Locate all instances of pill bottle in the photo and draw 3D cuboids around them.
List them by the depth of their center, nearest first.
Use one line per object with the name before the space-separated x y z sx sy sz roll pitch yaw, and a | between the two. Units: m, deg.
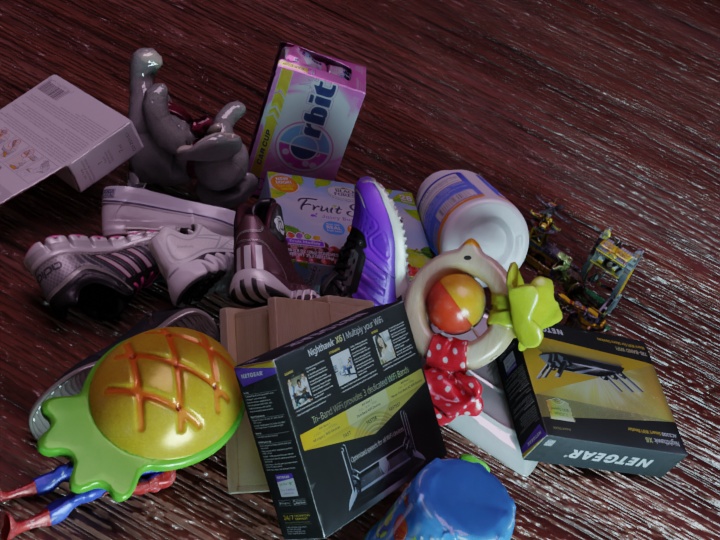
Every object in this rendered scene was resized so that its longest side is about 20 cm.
pill bottle | 0.131 -0.062 1.372 0.111 0.114 0.200 11 16 -13

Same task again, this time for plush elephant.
plush elephant | -0.201 -0.155 1.323 0.152 0.165 0.203 2 68 -3

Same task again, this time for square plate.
square plate | 0.152 0.121 1.261 0.197 0.029 0.200 33 39 15

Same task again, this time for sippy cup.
sippy cup | 0.076 0.246 0.990 0.138 0.131 0.179 4 40 -22

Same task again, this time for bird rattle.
bird rattle | 0.114 0.061 1.173 0.164 0.200 0.112 56 18 25

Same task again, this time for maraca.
maraca | -0.189 0.123 0.966 0.137 0.108 0.199 41 48 19

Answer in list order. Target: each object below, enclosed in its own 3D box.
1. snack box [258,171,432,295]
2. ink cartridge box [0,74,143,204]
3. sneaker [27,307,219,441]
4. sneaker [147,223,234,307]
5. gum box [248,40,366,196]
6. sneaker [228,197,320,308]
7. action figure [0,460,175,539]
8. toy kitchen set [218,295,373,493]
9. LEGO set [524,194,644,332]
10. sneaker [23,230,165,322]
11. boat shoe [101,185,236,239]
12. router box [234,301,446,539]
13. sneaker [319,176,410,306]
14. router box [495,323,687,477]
snack box | -0.020 -0.034 1.333 0.197 0.068 0.170 9 39 -19
ink cartridge box | -0.375 -0.142 1.266 0.176 0.045 0.199 -38 44 -21
sneaker | -0.237 0.105 1.073 0.199 0.076 0.106 -31 14 -21
sneaker | -0.159 -0.015 1.188 0.081 0.075 0.200 49 15 12
gum box | -0.072 -0.182 1.374 0.112 0.201 0.067 14 37 -11
sneaker | -0.086 -0.014 1.151 0.075 0.200 0.117 -6 78 8
action figure | -0.233 0.184 0.987 0.198 0.052 0.065 -13 46 -40
toy kitchen set | -0.069 0.130 1.114 0.199 0.162 0.183 8 74 -49
LEGO set | 0.267 -0.011 1.400 0.200 0.117 0.153 40 41 23
sneaker | -0.257 0.012 1.164 0.198 0.074 0.088 -2 62 -45
boat shoe | -0.207 -0.045 1.257 0.198 0.071 0.067 14 77 -42
router box | -0.012 0.131 1.000 0.199 0.052 0.159 -20 96 -51
sneaker | 0.000 0.000 1.217 0.098 0.203 0.070 -12 13 -13
router box | 0.255 0.142 1.227 0.198 0.052 0.159 11 47 -26
